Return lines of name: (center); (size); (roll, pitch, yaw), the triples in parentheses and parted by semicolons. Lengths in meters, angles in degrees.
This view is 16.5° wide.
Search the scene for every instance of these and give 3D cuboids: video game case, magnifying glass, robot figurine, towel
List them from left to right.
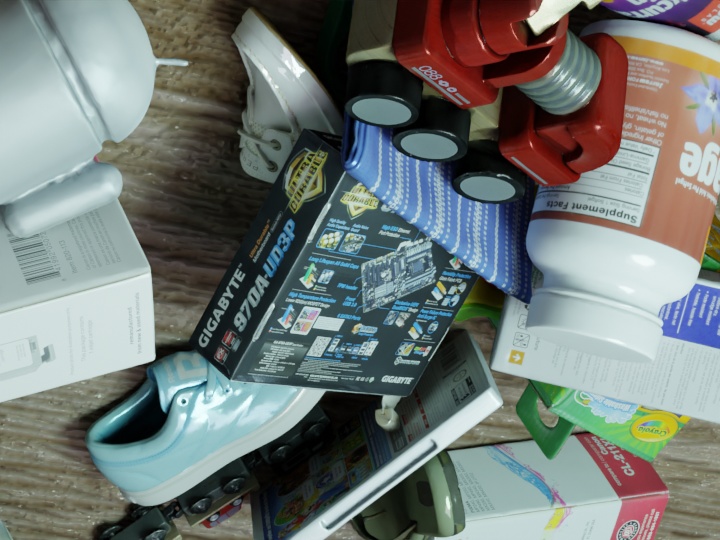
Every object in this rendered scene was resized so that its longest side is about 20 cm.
robot figurine: (-0.203, -0.103, 1.421); (0.200, 0.113, 0.170); (-29, 105, -4)
magnifying glass: (0.004, -0.182, 1.535); (0.080, 0.022, 0.200); (-21, 136, -11)
video game case: (0.007, 0.126, 1.724); (0.200, 0.143, 0.018); (-37, 104, 5)
towel: (0.056, -0.082, 1.544); (0.024, 0.145, 0.200); (-15, 146, 34)

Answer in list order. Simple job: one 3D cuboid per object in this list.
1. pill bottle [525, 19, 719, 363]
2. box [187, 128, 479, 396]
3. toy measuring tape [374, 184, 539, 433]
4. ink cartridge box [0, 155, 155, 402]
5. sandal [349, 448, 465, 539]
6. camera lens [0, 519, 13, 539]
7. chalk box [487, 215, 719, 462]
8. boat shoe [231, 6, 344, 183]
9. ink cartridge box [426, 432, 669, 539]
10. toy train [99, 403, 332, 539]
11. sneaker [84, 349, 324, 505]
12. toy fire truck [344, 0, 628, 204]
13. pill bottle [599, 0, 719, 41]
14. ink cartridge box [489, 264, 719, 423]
pill bottle: (0.169, -0.048, 1.564); (0.112, 0.112, 0.200); (21, 81, -39)
box: (0.000, 0.000, 1.577); (0.200, 0.046, 0.159); (8, 115, -54)
toy measuring tape: (0.086, 0.032, 1.685); (0.074, 0.074, 0.200); (37, 80, -44)
ink cartridge box: (-0.238, 0.004, 1.471); (0.200, 0.147, 0.083); (-15, 138, -16)
sandal: (0.021, 0.160, 1.747); (0.057, 0.080, 0.201); (-19, 175, -16)
camera lens: (-0.283, 0.256, 1.656); (0.160, 0.160, 0.200); (-26, 135, -7)
chalk box: (0.178, 0.042, 1.748); (0.124, 0.125, 0.200); (29, 109, -42)
boat shoe: (-0.044, -0.081, 1.558); (0.069, 0.071, 0.200); (-33, 137, -2)
ink cartridge box: (0.116, 0.207, 1.885); (0.200, 0.083, 0.146); (-5, 130, -25)
toy train: (-0.105, 0.159, 1.762); (0.200, 0.034, 0.046); (-34, 148, 0)
sneaker: (-0.098, 0.081, 1.667); (0.200, 0.074, 0.082); (-39, 137, 5)
toy fire truck: (0.115, -0.138, 1.448); (0.200, 0.129, 0.176); (-8, 153, 36)
pill bottle: (0.193, -0.207, 1.549); (0.200, 0.111, 0.111); (20, 116, -39)
ink cartridge box: (0.192, 0.041, 1.641); (0.200, 0.037, 0.095); (14, 106, 1)
